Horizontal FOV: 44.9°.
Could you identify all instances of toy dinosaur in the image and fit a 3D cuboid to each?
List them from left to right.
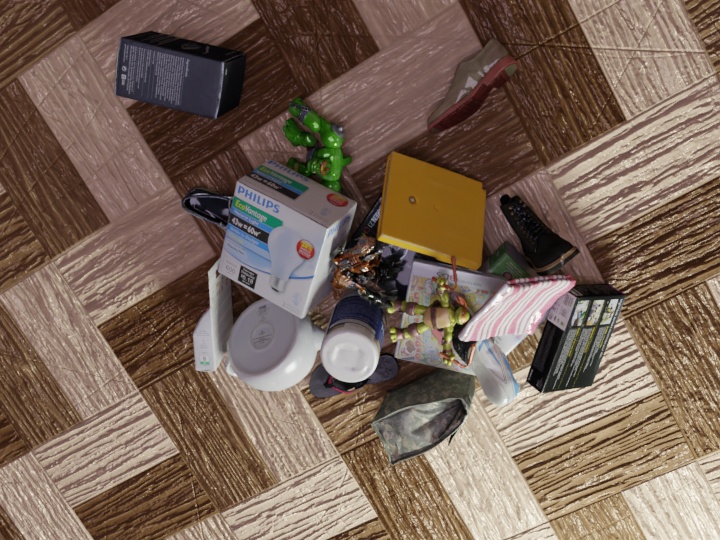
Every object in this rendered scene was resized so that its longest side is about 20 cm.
[{"bbox_3d":[0.000,0.000,1.574,0.134,0.200,0.104,21,77,-15],"label":"toy dinosaur"}]

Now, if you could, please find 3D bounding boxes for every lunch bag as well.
[{"bbox_3d":[0.140,0.276,1.713,0.197,0.164,0.119,-26,97,18],"label":"lunch bag"}]

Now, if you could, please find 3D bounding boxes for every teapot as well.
[{"bbox_3d":[-0.162,0.160,1.740,0.199,0.146,0.199,30,81,37],"label":"teapot"}]

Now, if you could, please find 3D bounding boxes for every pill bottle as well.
[{"bbox_3d":[-0.008,0.113,1.661,0.108,0.201,0.113,4,117,7],"label":"pill bottle"}]

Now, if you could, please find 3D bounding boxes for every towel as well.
[{"bbox_3d":[0.275,0.067,1.516,0.030,0.197,0.147,57,131,28],"label":"towel"}]

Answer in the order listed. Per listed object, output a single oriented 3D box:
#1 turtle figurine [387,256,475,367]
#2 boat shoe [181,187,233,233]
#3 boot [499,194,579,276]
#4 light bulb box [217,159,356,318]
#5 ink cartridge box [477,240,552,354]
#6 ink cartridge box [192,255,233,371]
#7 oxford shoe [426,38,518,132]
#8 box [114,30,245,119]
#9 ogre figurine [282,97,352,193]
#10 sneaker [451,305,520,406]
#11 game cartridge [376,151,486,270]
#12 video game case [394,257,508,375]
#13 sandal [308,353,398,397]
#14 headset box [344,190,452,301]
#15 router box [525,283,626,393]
[{"bbox_3d":[0.130,0.075,1.575,0.158,0.064,0.204,-4,105,22],"label":"turtle figurine"},{"bbox_3d":[-0.253,-0.114,1.705,0.197,0.062,0.076,20,109,2],"label":"boat shoe"},{"bbox_3d":[0.307,-0.071,1.550,0.077,0.200,0.140,-33,97,-7],"label":"boot"},{"bbox_3d":[-0.135,-0.060,1.594,0.196,0.125,0.203,27,124,14],"label":"light bulb box"},{"bbox_3d":[0.259,0.070,1.665,0.144,0.084,0.200,42,110,-7],"label":"ink cartridge box"},{"bbox_3d":[-0.293,0.073,1.723,0.049,0.161,0.204,0,109,6],"label":"ink cartridge box"},{"bbox_3d":[0.189,-0.329,1.564,0.199,0.070,0.075,-39,72,21],"label":"oxford shoe"},{"bbox_3d":[-0.325,-0.359,1.589,0.196,0.148,0.106,15,111,5],"label":"box"},{"bbox_3d":[-0.085,-0.212,1.630,0.118,0.098,0.204,13,96,24],"label":"ogre figurine"},{"bbox_3d":[0.227,0.151,1.603,0.071,0.072,0.202,-26,94,46],"label":"sneaker"},{"bbox_3d":[0.131,-0.107,1.571,0.197,0.179,0.032,18,151,-16],"label":"game cartridge"},{"bbox_3d":[0.167,0.090,1.627,0.178,0.023,0.204,12,113,4],"label":"video game case"},{"bbox_3d":[-0.019,0.216,1.784,0.196,0.045,0.076,-15,106,15],"label":"sandal"},{"bbox_3d":[0.090,-0.045,1.652,0.199,0.093,0.175,35,111,-4],"label":"headset box"},{"bbox_3d":[0.403,0.127,1.633,0.147,0.051,0.204,0,115,-36],"label":"router box"}]
